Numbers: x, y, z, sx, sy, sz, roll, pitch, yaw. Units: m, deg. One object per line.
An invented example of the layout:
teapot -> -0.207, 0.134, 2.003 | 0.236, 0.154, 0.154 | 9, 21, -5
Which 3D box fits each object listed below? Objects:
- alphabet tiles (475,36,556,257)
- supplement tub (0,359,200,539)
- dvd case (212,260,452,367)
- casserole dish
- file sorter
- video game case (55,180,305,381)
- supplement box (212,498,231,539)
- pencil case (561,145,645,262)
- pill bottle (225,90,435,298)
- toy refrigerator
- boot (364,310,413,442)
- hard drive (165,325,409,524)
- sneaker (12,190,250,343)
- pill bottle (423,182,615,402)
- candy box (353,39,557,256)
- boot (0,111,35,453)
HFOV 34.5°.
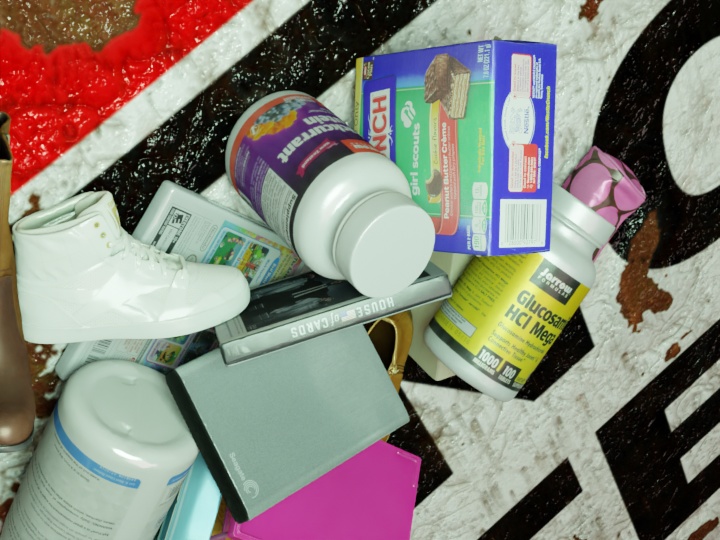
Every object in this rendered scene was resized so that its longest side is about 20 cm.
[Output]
alphabet tiles -> 0.116, -0.116, 1.059 | 0.006, 0.201, 0.169 | 13, 112, -23
supplement tub -> -0.232, 0.193, 1.030 | 0.130, 0.132, 0.202 | 7, 124, -40
dvd case -> -0.032, 0.026, 1.012 | 0.197, 0.150, 0.025 | -18, 104, -8
casserole dish -> -0.165, 0.216, 1.079 | 0.038, 0.121, 0.204 | 19, 79, -20
file sorter -> -0.061, 0.230, 1.150 | 0.198, 0.125, 0.141 | 27, 58, -29
video game case -> -0.159, 0.035, 1.073 | 0.181, 0.024, 0.202 | 23, 102, -45
supplement box -> -0.208, 0.283, 1.176 | 0.197, 0.069, 0.067 | -13, 129, -34
pencil case -> 0.238, -0.032, 1.291 | 0.093, 0.091, 0.201 | 32, 101, -10
pill bottle -> -0.025, -0.063, 0.980 | 0.110, 0.200, 0.113 | -20, 130, -25
toy refrigerator -> 0.096, 0.006, 1.214 | 0.069, 0.076, 0.203 | -15, 126, -29
boot -> 0.001, 0.129, 1.182 | 0.144, 0.070, 0.204 | -33, 142, -76
hard drive -> -0.061, 0.116, 1.034 | 0.198, 0.141, 0.033 | -25, 176, -39
sneaker -> -0.187, -0.009, 0.960 | 0.196, 0.074, 0.118 | -7, 117, -17
pill bottle -> 0.157, 0.017, 1.133 | 0.112, 0.112, 0.202 | 25, 102, -45
candy box -> 0.074, -0.104, 0.997 | 0.076, 0.199, 0.173 | -2, 95, -33
boot -> -0.264, 0.008, 0.855 | 0.067, 0.189, 0.203 | 6, 119, -20
